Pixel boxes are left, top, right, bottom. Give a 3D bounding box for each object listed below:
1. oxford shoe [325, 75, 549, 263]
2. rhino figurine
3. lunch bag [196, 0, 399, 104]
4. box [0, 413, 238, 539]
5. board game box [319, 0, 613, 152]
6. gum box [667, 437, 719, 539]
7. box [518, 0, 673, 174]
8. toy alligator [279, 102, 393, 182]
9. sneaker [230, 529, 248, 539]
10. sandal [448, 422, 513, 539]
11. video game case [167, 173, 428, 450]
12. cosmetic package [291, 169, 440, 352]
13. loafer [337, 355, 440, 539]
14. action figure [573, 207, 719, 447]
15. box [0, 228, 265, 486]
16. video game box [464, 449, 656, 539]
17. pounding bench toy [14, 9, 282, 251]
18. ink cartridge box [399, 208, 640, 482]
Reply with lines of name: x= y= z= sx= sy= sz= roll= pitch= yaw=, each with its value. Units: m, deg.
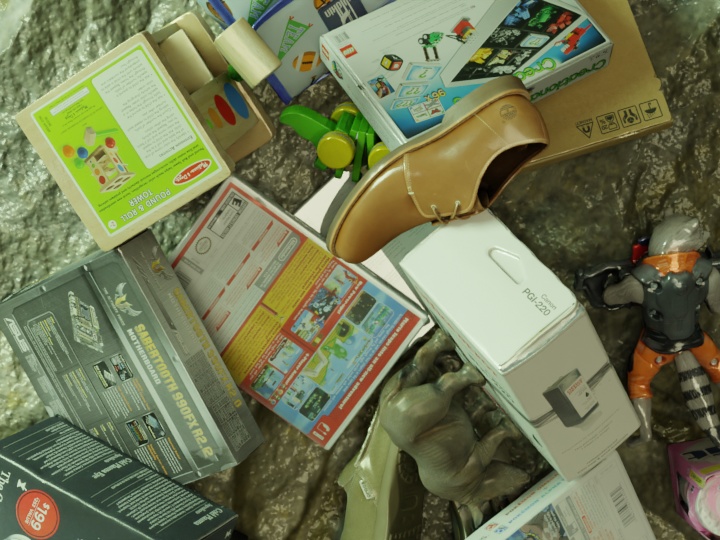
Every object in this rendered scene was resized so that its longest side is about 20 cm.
oxford shoe: x=0.057 y=-0.061 z=1.209 sx=0.200 sy=0.071 sz=0.071 roll=-39 pitch=64 yaw=20
rhino figurine: x=0.081 y=0.142 z=1.295 sx=0.087 sy=0.060 sz=0.200 roll=-39 pitch=127 yaw=-5
lunch bag: x=-0.056 y=-0.257 z=1.279 sx=0.170 sy=0.124 sz=0.200 roll=-38 pitch=112 yaw=0
box: x=-0.223 y=0.250 z=1.269 sx=0.182 sy=0.104 sz=0.200 roll=25 pitch=108 yaw=16
board game box: x=0.084 y=-0.176 z=1.273 sx=0.200 sy=0.035 sz=0.126 roll=-27 pitch=64 yaw=-17
gum box: x=0.366 y=0.176 z=1.356 sx=0.200 sy=0.114 sz=0.066 roll=-10 pitch=96 yaw=-3
box: x=0.138 y=-0.166 z=1.324 sx=0.200 sy=0.021 sz=0.164 roll=-17 pitch=75 yaw=-2
toy alligator: x=0.031 y=-0.090 z=1.281 sx=0.200 sy=0.059 sz=0.054 roll=12 pitch=127 yaw=4
sneaker: x=-0.150 y=0.310 z=1.354 sx=0.112 sy=0.073 sz=0.200 roll=35 pitch=84 yaw=-4
sandal: x=0.106 y=0.232 z=1.375 sx=0.082 sy=0.055 sz=0.200 roll=-11 pitch=82 yaw=-9
video game case: x=-0.066 y=0.034 z=1.301 sx=0.200 sy=0.017 sz=0.143 roll=36 pitch=101 yaw=-4
cosmetic package: x=0.000 y=0.000 z=1.340 sx=0.200 sy=0.052 sz=0.151 roll=-43 pitch=94 yaw=0
loafer: x=0.019 y=0.167 z=1.342 sx=0.067 sy=0.076 sz=0.200 roll=11 pitch=89 yaw=32
action figure: x=0.292 y=0.040 z=1.345 sx=0.200 sy=0.105 sz=0.194 roll=-14 pitch=106 yaw=-1
box: x=-0.191 y=0.084 z=1.295 sx=0.158 sy=0.048 sz=0.200 roll=-24 pitch=98 yaw=33
video game box: x=0.176 y=0.278 z=1.339 sx=0.182 sy=0.047 sz=0.200 roll=-34 pitch=109 yaw=-26
pounding bench toy: x=-0.132 y=-0.133 z=1.244 sx=0.200 sy=0.156 sz=0.124 roll=-30 pitch=99 yaw=19
ink cartridge box: x=0.129 y=0.059 z=1.259 sx=0.085 sy=0.146 sz=0.200 roll=-38 pitch=142 yaw=-5
